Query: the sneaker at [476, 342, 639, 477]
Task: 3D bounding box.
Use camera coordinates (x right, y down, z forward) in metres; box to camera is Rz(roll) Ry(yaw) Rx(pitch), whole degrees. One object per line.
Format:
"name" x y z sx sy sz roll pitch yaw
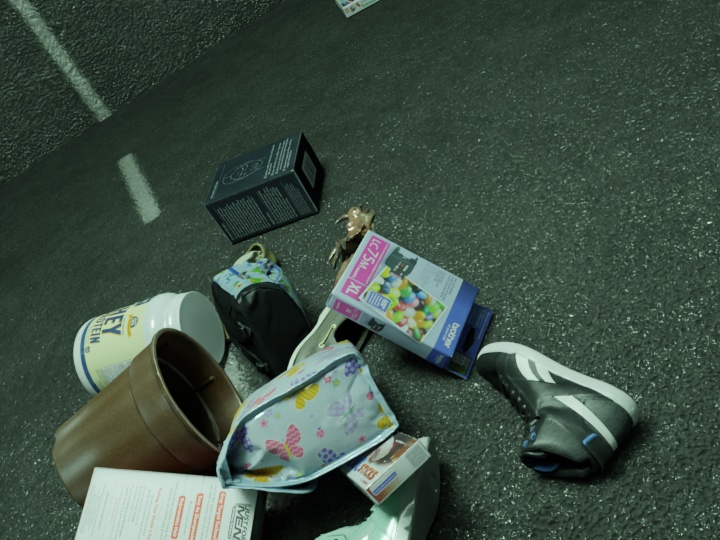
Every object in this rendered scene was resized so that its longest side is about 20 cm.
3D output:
"sneaker" 0.182 0.151 0.789 0.200 0.073 0.112 17 55 46

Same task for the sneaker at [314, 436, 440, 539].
"sneaker" 0.011 0.261 0.775 0.118 0.074 0.201 -1 46 28

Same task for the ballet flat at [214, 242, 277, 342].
"ballet flat" -0.206 0.030 1.250 0.070 0.071 0.200 -4 43 34

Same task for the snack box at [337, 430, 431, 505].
"snack box" 0.018 0.206 0.799 0.072 0.024 0.200 -41 2 -13

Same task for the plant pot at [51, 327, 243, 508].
"plant pot" -0.283 0.213 0.977 0.198 0.200 0.200 -34 33 7

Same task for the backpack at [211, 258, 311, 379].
"backpack" -0.152 0.061 1.107 0.154 0.164 0.200 -39 27 -27

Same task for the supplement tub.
"supplement tub" -0.332 0.120 1.161 0.199 0.145 0.145 -18 36 18

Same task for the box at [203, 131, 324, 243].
"box" -0.185 -0.163 1.442 0.199 0.107 0.149 -18 37 18

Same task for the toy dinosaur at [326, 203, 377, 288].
"toy dinosaur" 0.000 0.000 1.041 0.135 0.086 0.200 19 38 10

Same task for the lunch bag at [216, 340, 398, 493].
"lunch bag" -0.069 0.180 0.858 0.199 0.128 0.170 -27 1 -6

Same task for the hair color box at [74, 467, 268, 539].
"hair color box" -0.215 0.290 0.844 0.199 0.061 0.102 3 60 6

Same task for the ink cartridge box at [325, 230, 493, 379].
"ink cartridge box" 0.071 0.042 0.936 0.120 0.199 0.042 -60 -1 -36

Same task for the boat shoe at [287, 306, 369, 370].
"boat shoe" -0.040 0.113 1.011 0.060 0.072 0.202 -11 35 35

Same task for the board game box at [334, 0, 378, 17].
"board game box" -0.010 -0.835 2.226 0.126 0.035 0.200 -27 34 5
